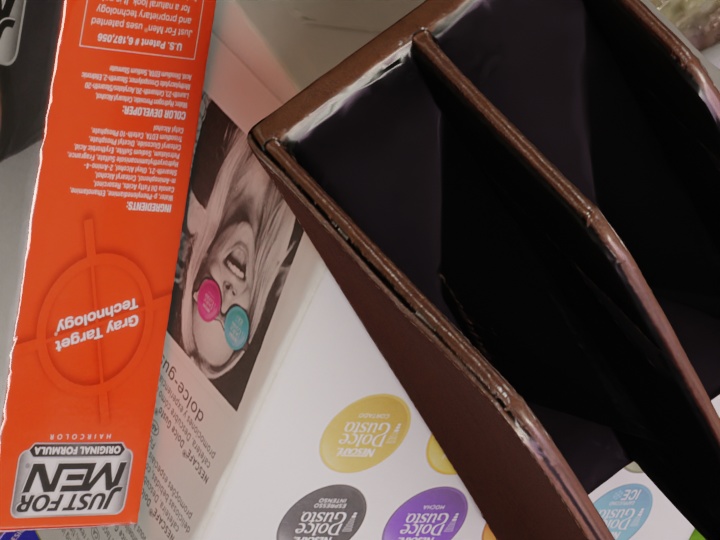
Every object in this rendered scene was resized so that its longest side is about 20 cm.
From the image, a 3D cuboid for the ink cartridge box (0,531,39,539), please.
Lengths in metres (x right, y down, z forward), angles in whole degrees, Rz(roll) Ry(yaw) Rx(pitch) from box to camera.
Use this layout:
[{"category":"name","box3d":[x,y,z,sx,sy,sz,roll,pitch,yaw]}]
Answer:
[{"category":"ink cartridge box","box3d":[-0.045,0.121,1.107,0.095,0.037,0.200,-48,130,3]}]

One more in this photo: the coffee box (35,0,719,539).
[{"category":"coffee box","box3d":[0.000,0.000,0.921,0.200,0.200,0.198,4,124,-36]}]

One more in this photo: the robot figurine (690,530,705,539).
[{"category":"robot figurine","box3d":[0.163,0.190,1.207,0.175,0.200,0.116,-3,122,-34]}]

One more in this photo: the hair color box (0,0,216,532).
[{"category":"hair color box","box3d":[-0.105,-0.031,0.834,0.061,0.101,0.200,2,99,-46]}]

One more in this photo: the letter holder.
[{"category":"letter holder","box3d":[0.078,0.032,0.747,0.101,0.142,0.200,-36,137,-4]}]

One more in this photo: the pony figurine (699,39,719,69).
[{"category":"pony figurine","box3d":[0.228,-0.126,1.027,0.200,0.167,0.193,-31,169,-26]}]
